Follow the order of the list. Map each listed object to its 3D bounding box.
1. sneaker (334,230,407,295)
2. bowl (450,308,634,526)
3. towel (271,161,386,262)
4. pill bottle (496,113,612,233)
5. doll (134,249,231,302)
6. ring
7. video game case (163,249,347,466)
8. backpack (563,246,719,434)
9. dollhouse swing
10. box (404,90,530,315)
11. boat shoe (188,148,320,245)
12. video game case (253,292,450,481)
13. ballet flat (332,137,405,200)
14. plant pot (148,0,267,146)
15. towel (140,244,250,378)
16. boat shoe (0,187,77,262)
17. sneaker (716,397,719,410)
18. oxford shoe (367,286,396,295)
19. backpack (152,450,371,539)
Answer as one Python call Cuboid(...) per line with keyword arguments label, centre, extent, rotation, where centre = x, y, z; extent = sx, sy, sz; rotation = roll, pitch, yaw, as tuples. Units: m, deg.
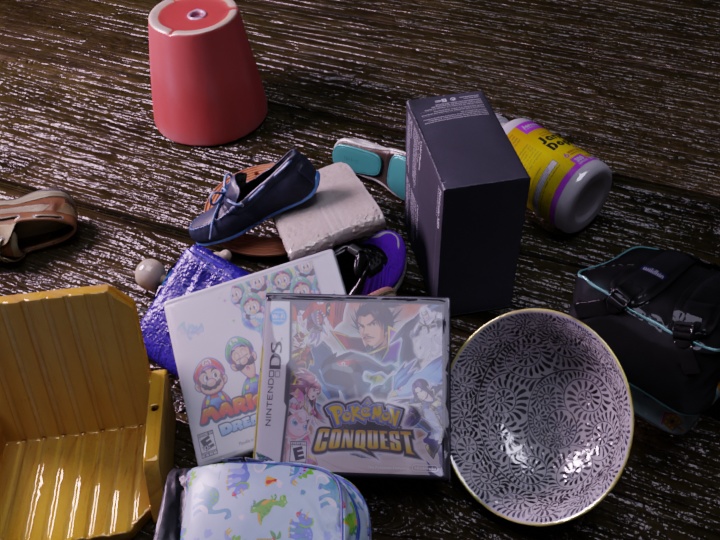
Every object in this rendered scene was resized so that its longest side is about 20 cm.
Cuboid(label="sneaker", centre=(0.000, 0.000, 0.958), extent=(0.068, 0.101, 0.201), rotation=(22, 50, 21))
Cuboid(label="bowl", centre=(0.187, 0.145, 0.782), extent=(0.200, 0.203, 0.093), rotation=(40, 15, 36))
Cuboid(label="towel", centre=(-0.052, -0.078, 1.025), extent=(0.130, 0.035, 0.201), rotation=(-23, 32, -4))
Cuboid(label="pill bottle", centre=(0.243, -0.144, 1.091), extent=(0.103, 0.106, 0.199), rotation=(-30, 50, -26))
Cuboid(label="doll", centre=(-0.195, 0.027, 0.977), extent=(0.196, 0.049, 0.138), rotation=(15, 59, 18))
Cuboid(label="ring", centre=(-0.125, -0.086, 1.113), extent=(0.195, 0.019, 0.203), rotation=(-1, 45, 1))
Cuboid(label="video game case", centre=(-0.097, 0.091, 0.832), extent=(0.196, 0.024, 0.186), rotation=(-17, 71, -2))
Cuboid(label="backpack", centre=(0.322, 0.062, 0.834), extent=(0.174, 0.156, 0.199), rotation=(27, 38, 31))
Cuboid(label="dollhouse swing", centre=(-0.298, 0.145, 0.774), extent=(0.195, 0.178, 0.184), rotation=(-6, 44, -4))
Cuboid(label="box", centre=(0.122, -0.081, 0.965), extent=(0.102, 0.203, 0.184), rotation=(-8, 44, -6))
Cuboid(label="boat shoe", centre=(-0.148, -0.103, 1.026), extent=(0.197, 0.069, 0.085), rotation=(-28, 33, 13))
Cuboid(label="video game case", centre=(-0.006, 0.115, 0.794), extent=(0.195, 0.026, 0.185), rotation=(1, 71, 3))
Cuboid(label="ballet flat", centre=(0.050, -0.152, 1.146), extent=(0.197, 0.070, 0.069), rotation=(26, 51, 27))
Cuboid(label="plant pot", centre=(-0.252, -0.331, 1.255), extent=(0.195, 0.180, 0.203), rotation=(-1, 44, 1))
Cuboid(label="towel", centre=(-0.156, 0.066, 0.894), extent=(0.197, 0.050, 0.149), rotation=(26, 76, 22))
Cuboid(label="boat shoe", centre=(-0.480, -0.051, 1.058), extent=(0.197, 0.077, 0.074), rotation=(-22, 50, -18))
Cuboid(label="sneaker", centre=(0.478, 0.133, 0.820), extent=(0.195, 0.075, 0.088), rotation=(-9, 48, -5))
Cuboid(label="oxford shoe", centre=(-0.009, 0.103, 0.884), extent=(0.073, 0.071, 0.200), rotation=(31, 65, 25))
Cuboid(label="backpack", centre=(-0.086, 0.247, 0.697), extent=(0.195, 0.155, 0.165), rotation=(9, 47, -7))
